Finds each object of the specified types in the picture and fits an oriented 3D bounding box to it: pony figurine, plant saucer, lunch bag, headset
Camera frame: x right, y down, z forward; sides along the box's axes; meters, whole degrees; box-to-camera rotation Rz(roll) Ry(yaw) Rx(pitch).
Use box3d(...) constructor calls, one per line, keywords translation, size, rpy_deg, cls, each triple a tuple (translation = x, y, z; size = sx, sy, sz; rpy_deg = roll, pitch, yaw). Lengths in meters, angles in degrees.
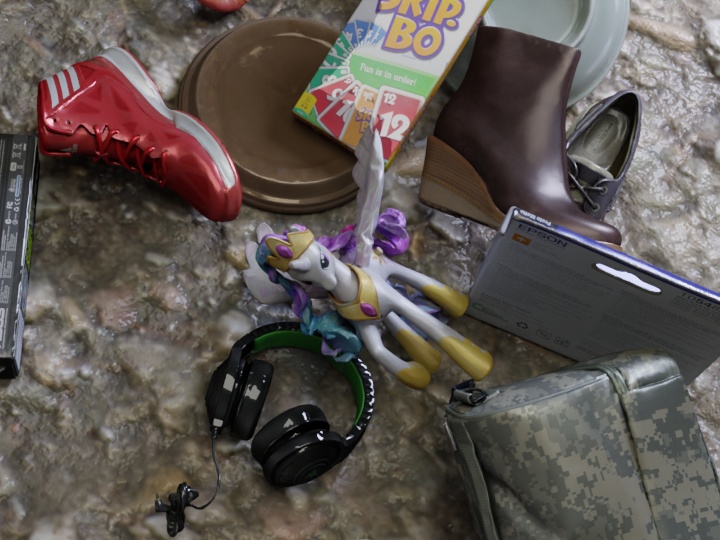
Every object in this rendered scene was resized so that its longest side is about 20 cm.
box3d(translation=(0.000, 0.000, 1.079), size=(0.199, 0.167, 0.193), rpy_deg=(36, 17, -21), cls="pony figurine")
box3d(translation=(0.151, -0.237, 1.224), size=(0.198, 0.050, 0.202), rpy_deg=(-1, 96, -9), cls="plant saucer")
box3d(translation=(0.158, 0.164, 1.006), size=(0.167, 0.139, 0.202), rpy_deg=(-15, 91, -27), cls="lunch bag")
box3d(translation=(-0.076, 0.125, 1.069), size=(0.123, 0.094, 0.200), rpy_deg=(39, 50, 14), cls="headset")
box3d(translation=(-0.061, -0.145, 1.210), size=(0.198, 0.030, 0.202), rpy_deg=(4, 64, -8), cls="plant saucer")

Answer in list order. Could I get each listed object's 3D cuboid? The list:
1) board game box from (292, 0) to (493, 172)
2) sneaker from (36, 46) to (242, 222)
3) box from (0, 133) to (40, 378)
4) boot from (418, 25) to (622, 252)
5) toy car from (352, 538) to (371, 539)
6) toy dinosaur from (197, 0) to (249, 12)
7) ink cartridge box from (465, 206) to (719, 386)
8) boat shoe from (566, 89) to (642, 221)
box3d(translation=(0.034, -0.194, 1.178), size=(0.095, 0.030, 0.201), rpy_deg=(32, 84, 7), cls="board game box")
box3d(translation=(-0.194, -0.094, 1.127), size=(0.115, 0.079, 0.200), rpy_deg=(-28, 59, -34), cls="sneaker")
box3d(translation=(-0.344, -0.017, 1.094), size=(0.159, 0.044, 0.202), rpy_deg=(2, 64, -7), cls="box")
box3d(translation=(0.149, -0.107, 1.138), size=(0.199, 0.072, 0.168), rpy_deg=(23, 91, 29), cls="boot")
box3d(translation=(0.041, 0.301, 0.964), size=(0.199, 0.184, 0.178), rpy_deg=(29, 60, -27), cls="toy car")
box3d(translation=(-0.179, -0.306, 1.262), size=(0.199, 0.105, 0.183), rpy_deg=(-20, 80, 22), cls="toy dinosaur")
box3d(translation=(0.192, 0.019, 1.077), size=(0.198, 0.200, 0.041), rpy_deg=(23, 67, 1), cls="ink cartridge box")
box3d(translation=(0.192, -0.077, 1.197), size=(0.072, 0.065, 0.201), rpy_deg=(30, 65, 3), cls="boat shoe")
